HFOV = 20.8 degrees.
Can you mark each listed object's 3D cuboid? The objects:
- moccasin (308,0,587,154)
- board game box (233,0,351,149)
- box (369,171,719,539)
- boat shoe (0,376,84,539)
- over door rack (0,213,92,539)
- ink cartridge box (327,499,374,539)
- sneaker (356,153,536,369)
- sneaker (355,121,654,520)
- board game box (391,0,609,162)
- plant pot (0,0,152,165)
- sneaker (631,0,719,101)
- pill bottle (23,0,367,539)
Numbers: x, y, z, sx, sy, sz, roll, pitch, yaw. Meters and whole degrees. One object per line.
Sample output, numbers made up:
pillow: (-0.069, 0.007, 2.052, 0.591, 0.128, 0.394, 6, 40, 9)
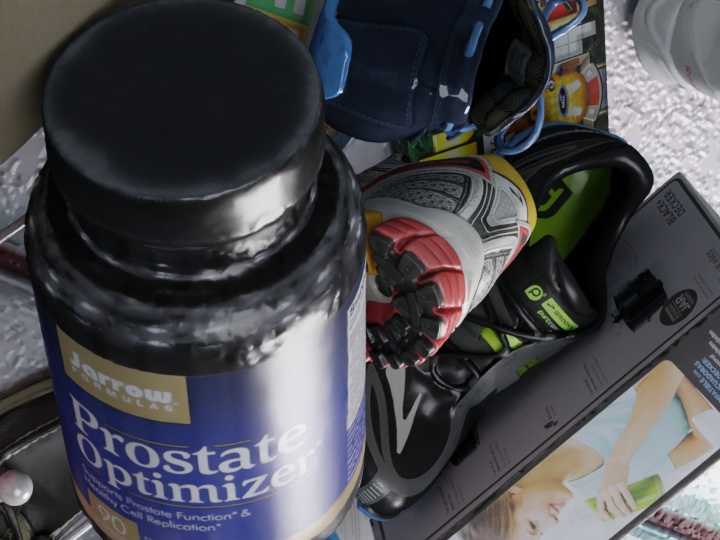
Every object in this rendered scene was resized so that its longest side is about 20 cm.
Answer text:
moccasin: (0.040, -0.074, 0.736, 0.200, 0.068, 0.081, -41, 144, -63)
board game box: (-0.007, -0.129, 0.727, 0.034, 0.135, 0.201, 20, 120, 9)
box: (0.094, 0.061, 0.851, 0.200, 0.117, 0.060, -41, 113, 10)
boat shoe: (-0.167, 0.117, 0.826, 0.200, 0.066, 0.072, -32, 127, -10)
over door rack: (-0.128, 0.058, 0.757, 0.200, 0.066, 0.148, -44, 127, -25)
ink cartridge box: (0.007, 0.182, 0.919, 0.068, 0.115, 0.200, -24, 129, 19)
sneaker: (0.000, 0.000, 0.780, 0.082, 0.200, 0.078, -37, 105, -28)
sneaker: (0.053, 0.015, 0.825, 0.071, 0.083, 0.200, 45, 73, -23)
board game box: (0.062, -0.072, 0.874, 0.104, 0.023, 0.201, -19, 125, -16)
plant pot: (-0.127, -0.132, 0.647, 0.200, 0.187, 0.188, -35, 130, -25)
sneaker: (0.219, -0.144, 0.870, 0.200, 0.099, 0.078, -48, 129, 4)
pill bottle: (-0.053, 0.010, 0.660, 0.111, 0.112, 0.200, -22, 144, -17)
